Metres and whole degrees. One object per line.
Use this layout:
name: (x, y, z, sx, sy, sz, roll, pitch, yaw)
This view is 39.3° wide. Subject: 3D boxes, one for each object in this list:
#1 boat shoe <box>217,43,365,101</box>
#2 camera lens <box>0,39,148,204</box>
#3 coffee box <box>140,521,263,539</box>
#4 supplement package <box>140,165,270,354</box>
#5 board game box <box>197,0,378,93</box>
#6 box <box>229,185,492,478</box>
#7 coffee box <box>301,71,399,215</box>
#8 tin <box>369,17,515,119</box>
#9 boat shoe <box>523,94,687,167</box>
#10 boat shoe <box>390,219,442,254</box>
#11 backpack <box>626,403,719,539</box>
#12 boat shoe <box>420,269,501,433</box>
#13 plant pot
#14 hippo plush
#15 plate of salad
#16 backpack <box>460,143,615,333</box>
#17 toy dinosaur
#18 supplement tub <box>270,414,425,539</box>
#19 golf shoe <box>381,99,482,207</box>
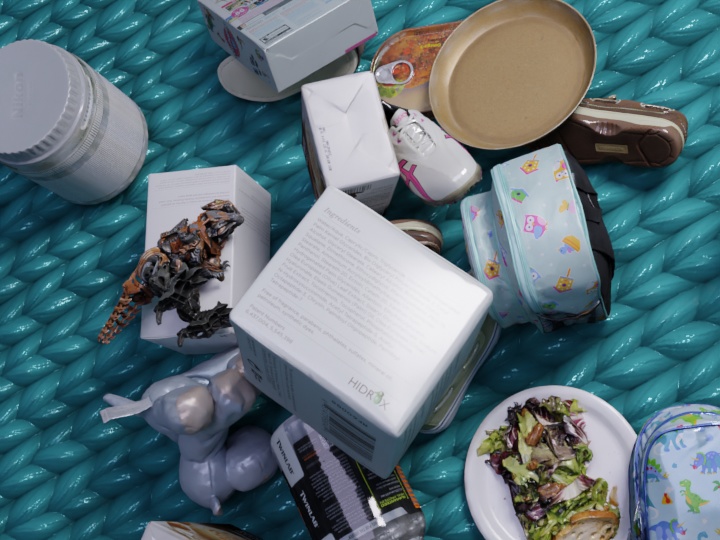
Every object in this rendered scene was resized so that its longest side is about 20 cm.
boat shoe: (-0.088, -0.266, 1.286, 0.198, 0.072, 0.060, -6, 33, 27)
camera lens: (-0.375, -0.183, 1.279, 0.158, 0.200, 0.162, -4, 76, 16)
coffee box: (-0.151, 0.328, 1.086, 0.113, 0.200, 0.081, 19, 82, 20)
supplement package: (-0.184, -0.009, 1.220, 0.118, 0.121, 0.203, -4, 75, 15)
board game box: (-0.092, -0.310, 1.231, 0.147, 0.065, 0.200, -32, 42, -13)
box: (-0.001, 0.067, 1.006, 0.199, 0.199, 0.172, 34, 71, 12)
coffee box: (-0.015, -0.126, 1.116, 0.079, 0.200, 0.116, -13, 83, -5)
tin: (0.110, -0.243, 1.231, 0.197, 0.042, 0.113, -4, 72, 16)
boat shoe: (0.274, -0.165, 1.155, 0.200, 0.075, 0.075, 16, 47, 27)
boat shoe: (0.003, 0.003, 1.174, 0.200, 0.075, 0.076, -16, 54, 24)
backpack: (0.339, 0.233, 1.000, 0.161, 0.154, 0.202, -7, 64, 19)
boat shoe: (0.108, 0.089, 1.137, 0.071, 0.062, 0.202, 19, 82, 20)
plant pot: (0.174, -0.223, 1.155, 0.198, 0.027, 0.202, -11, 64, 24)
hippo plush: (-0.171, 0.196, 1.137, 0.198, 0.159, 0.162, -21, 101, -9)
plate of salad: (0.207, 0.223, 1.082, 0.198, 0.048, 0.203, -4, 76, 17)
backpack: (0.187, -0.031, 1.060, 0.151, 0.200, 0.178, -12, 74, 5)
toy dinosaur: (-0.203, 0.011, 1.121, 0.201, 0.102, 0.136, -56, 46, 12)
supplement tub: (-0.008, 0.247, 1.103, 0.122, 0.122, 0.201, -31, 69, 8)
golf shoe: (0.064, -0.135, 1.141, 0.073, 0.092, 0.200, -43, 33, -2)
